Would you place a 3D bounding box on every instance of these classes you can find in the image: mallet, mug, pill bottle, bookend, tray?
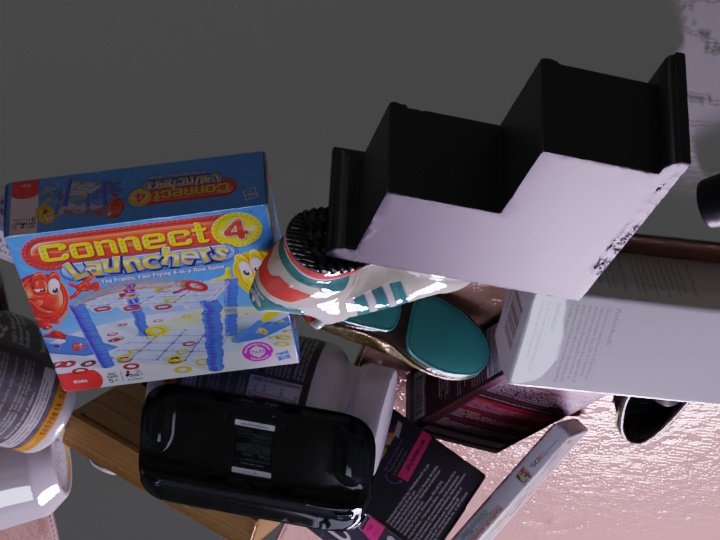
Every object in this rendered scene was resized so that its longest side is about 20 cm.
[{"bbox_3d":[0.337,-0.034,1.345,0.066,0.041,0.200,-18,151,40],"label":"mallet"},{"bbox_3d":[-0.369,0.184,1.730,0.152,0.187,0.150,-9,119,3],"label":"mug"},{"bbox_3d":[-0.076,0.110,1.499,0.199,0.117,0.117,13,154,8],"label":"pill bottle"},{"bbox_3d":[0.096,-0.077,1.210,0.199,0.093,0.199,9,150,-12],"label":"bookend"},{"bbox_3d":[-0.155,0.169,1.551,0.199,0.099,0.037,28,116,17],"label":"tray"},{"bbox_3d":[-0.352,0.080,1.510,0.199,0.117,0.116,23,146,-36],"label":"pill bottle"}]

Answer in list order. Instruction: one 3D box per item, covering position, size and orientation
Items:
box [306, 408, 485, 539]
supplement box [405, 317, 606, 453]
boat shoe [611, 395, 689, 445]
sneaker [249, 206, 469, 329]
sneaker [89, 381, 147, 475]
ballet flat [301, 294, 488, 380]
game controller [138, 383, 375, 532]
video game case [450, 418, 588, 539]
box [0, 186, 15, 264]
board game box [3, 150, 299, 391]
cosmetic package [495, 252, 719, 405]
[{"bbox_3d":[-0.002,0.192,1.623,0.200,0.106,0.122,35,151,8],"label":"box"},{"bbox_3d":[0.136,0.100,1.581,0.108,0.061,0.200,17,150,-27],"label":"supplement box"},{"bbox_3d":[0.275,0.095,1.563,0.071,0.061,0.201,5,152,-6],"label":"boat shoe"},{"bbox_3d":[0.000,0.000,1.336,0.199,0.071,0.093,-2,148,-44],"label":"sneaker"},{"bbox_3d":[-0.200,0.136,1.669,0.199,0.075,0.084,-23,137,29],"label":"sneaker"},{"bbox_3d":[0.023,0.041,1.483,0.199,0.071,0.071,23,146,-36],"label":"ballet flat"},{"bbox_3d":[-0.087,0.154,1.434,0.199,0.105,0.042,9,-167,8],"label":"game controller"},{"bbox_3d":[0.142,0.215,1.645,0.182,0.023,0.200,-50,168,6],"label":"video game case"},{"bbox_3d":[-0.228,-0.011,1.412,0.039,0.042,0.200,-25,142,38],"label":"box"},{"bbox_3d":[-0.157,0.005,1.354,0.199,0.056,0.196,-7,140,2],"label":"board game box"},{"bbox_3d":[0.220,0.044,1.424,0.199,0.074,0.102,6,125,-11],"label":"cosmetic package"}]
